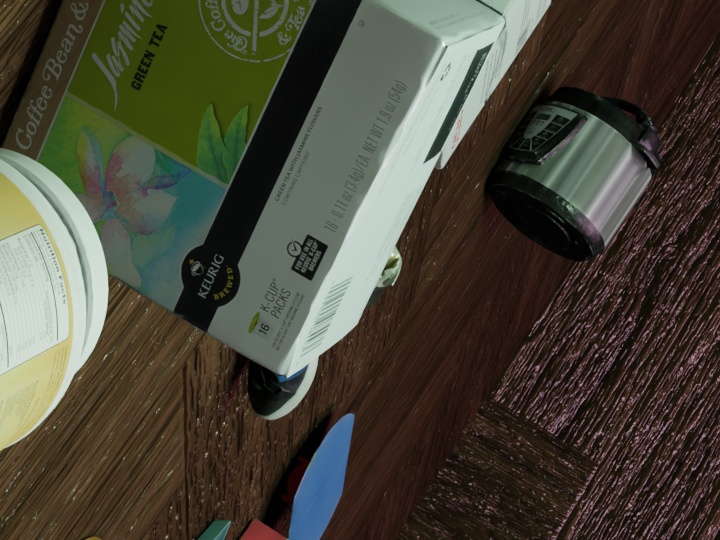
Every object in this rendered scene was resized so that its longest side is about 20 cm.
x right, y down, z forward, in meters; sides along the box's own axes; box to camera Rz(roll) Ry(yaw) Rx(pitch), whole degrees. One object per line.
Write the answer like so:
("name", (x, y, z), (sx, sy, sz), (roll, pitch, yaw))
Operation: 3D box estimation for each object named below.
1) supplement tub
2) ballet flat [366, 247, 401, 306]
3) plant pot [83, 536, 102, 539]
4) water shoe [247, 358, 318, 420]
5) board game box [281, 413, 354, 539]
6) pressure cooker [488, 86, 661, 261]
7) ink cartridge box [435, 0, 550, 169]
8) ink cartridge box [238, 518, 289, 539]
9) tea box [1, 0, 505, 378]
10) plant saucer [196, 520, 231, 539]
("supplement tub", (-0.204, 0.024, 0.860), (0.145, 0.144, 0.200), (-64, 169, 20))
("ballet flat", (0.000, 0.000, 1.908), (0.068, 0.068, 0.200), (-28, 180, 19))
("plant pot", (-0.213, 0.339, 1.666), (0.201, 0.139, 0.200), (-57, 168, -19))
("water shoe", (-0.075, 0.052, 1.795), (0.079, 0.072, 0.201), (-9, 136, -40))
("board game box", (-0.065, 0.257, 2.399), (0.158, 0.039, 0.201), (-51, 156, -47))
("pressure cooker", (0.278, -0.135, 2.576), (0.200, 0.175, 0.179), (-54, 172, -13))
("ink cartridge box", (0.089, -0.208, 1.757), (0.201, 0.083, 0.147), (-57, 169, -19))
("ink cartridge box", (-0.065, 0.392, 2.322), (0.083, 0.199, 0.147), (-53, 167, -30))
("tea box", (-0.061, -0.087, 1.085), (0.201, 0.196, 0.134), (-64, 169, 18))
("plant saucer", (-0.185, 0.344, 2.138), (0.070, 0.019, 0.201), (-46, 162, -52))
